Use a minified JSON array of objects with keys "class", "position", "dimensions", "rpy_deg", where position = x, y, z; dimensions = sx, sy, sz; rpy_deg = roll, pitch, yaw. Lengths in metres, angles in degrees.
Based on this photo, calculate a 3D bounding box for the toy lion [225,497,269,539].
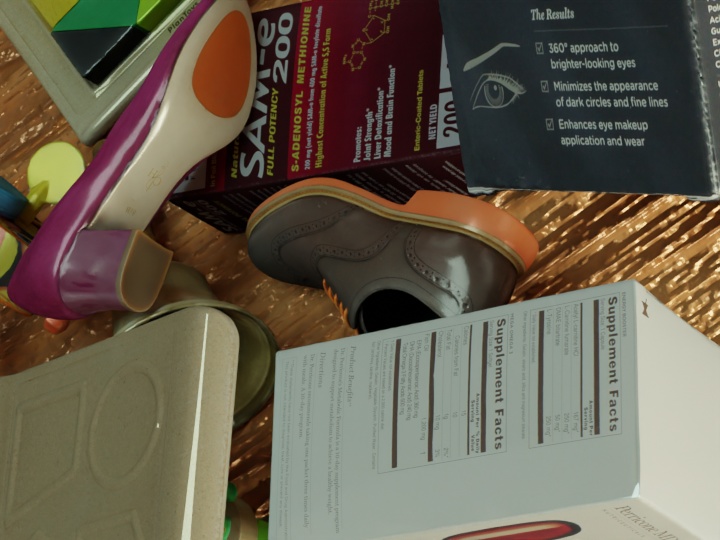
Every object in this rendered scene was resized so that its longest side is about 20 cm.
[{"class":"toy lion","position":[-0.115,0.231,1.447],"dimensions":[0.192,0.069,0.200],"rpy_deg":[-17,62,35]}]

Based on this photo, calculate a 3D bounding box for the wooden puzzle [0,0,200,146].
[{"class":"wooden puzzle","position":[-0.145,-0.198,1.649],"dimensions":[0.185,0.037,0.200],"rpy_deg":[-44,53,11]}]

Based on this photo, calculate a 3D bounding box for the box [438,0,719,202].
[{"class":"box","position":[0.134,-0.141,1.306],"dimensions":[0.197,0.117,0.200],"rpy_deg":[5,107,57]}]

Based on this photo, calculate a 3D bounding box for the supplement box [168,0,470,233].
[{"class":"supplement box","position":[-0.004,-0.091,1.499],"dimensions":[0.200,0.061,0.109],"rpy_deg":[-9,67,32]}]

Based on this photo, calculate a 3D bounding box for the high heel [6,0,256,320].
[{"class":"high heel","position":[-0.125,-0.066,1.481],"dimensions":[0.096,0.067,0.200],"rpy_deg":[1,57,39]}]

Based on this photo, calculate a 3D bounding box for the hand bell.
[{"class":"hand bell","position":[-0.119,-0.006,1.541],"dimensions":[0.104,0.104,0.200],"rpy_deg":[-39,42,15]}]

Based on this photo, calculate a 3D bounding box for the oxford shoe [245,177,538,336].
[{"class":"oxford shoe","position":[0.000,0.000,1.431],"dimensions":[0.200,0.071,0.073],"rpy_deg":[1,58,51]}]

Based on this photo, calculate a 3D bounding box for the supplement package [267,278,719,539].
[{"class":"supplement package","position":[0.069,0.089,1.344],"dimensions":[0.200,0.114,0.110],"rpy_deg":[-12,63,30]}]

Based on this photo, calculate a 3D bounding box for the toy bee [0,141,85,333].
[{"class":"toy bee","position":[-0.204,-0.003,1.552],"dimensions":[0.109,0.200,0.131],"rpy_deg":[37,115,-3]}]

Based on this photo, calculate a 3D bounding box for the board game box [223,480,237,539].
[{"class":"board game box","position":[-0.136,0.217,1.401],"dimensions":[0.200,0.026,0.200],"rpy_deg":[-31,43,41]}]

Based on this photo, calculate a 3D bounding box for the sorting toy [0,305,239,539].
[{"class":"sorting toy","position":[-0.134,0.125,1.399],"dimensions":[0.200,0.036,0.185],"rpy_deg":[-17,61,44]}]
